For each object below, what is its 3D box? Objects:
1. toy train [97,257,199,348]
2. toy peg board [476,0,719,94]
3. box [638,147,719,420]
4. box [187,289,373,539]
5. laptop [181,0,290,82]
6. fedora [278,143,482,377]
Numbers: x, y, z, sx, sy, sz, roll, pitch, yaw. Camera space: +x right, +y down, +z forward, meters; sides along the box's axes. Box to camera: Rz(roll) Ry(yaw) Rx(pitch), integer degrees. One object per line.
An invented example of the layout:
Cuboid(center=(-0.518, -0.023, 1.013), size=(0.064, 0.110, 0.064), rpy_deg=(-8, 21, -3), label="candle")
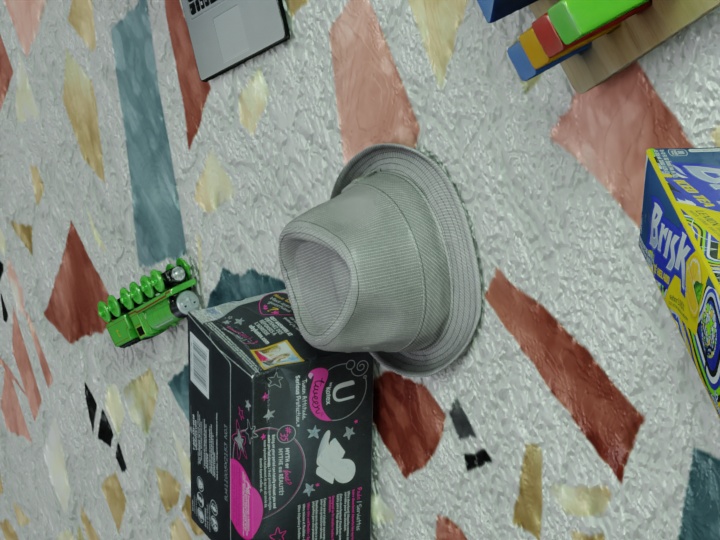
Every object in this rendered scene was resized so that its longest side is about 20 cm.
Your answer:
Cuboid(center=(-0.201, 0.035, 2.172), size=(0.057, 0.042, 0.200), rpy_deg=(66, 153, 0), label="toy train")
Cuboid(center=(0.098, -0.205, 1.342), size=(0.201, 0.097, 0.199), rpy_deg=(62, 157, 1), label="toy peg board")
Cuboid(center=(0.206, 0.003, 1.242), size=(0.200, 0.069, 0.065), rpy_deg=(-104, 13, -61), label="box")
Cuboid(center=(-0.066, 0.134, 1.867), size=(0.132, 0.114, 0.201), rpy_deg=(39, 134, 52), label="box")
Cuboid(center=(-0.165, -0.260, 1.875), size=(0.187, 0.115, 0.202), rpy_deg=(-15, 89, 64), label="laptop")
Cuboid(center=(0.000, 0.000, 1.699), size=(0.200, 0.090, 0.178), rpy_deg=(-3, 100, 63), label="fedora")
